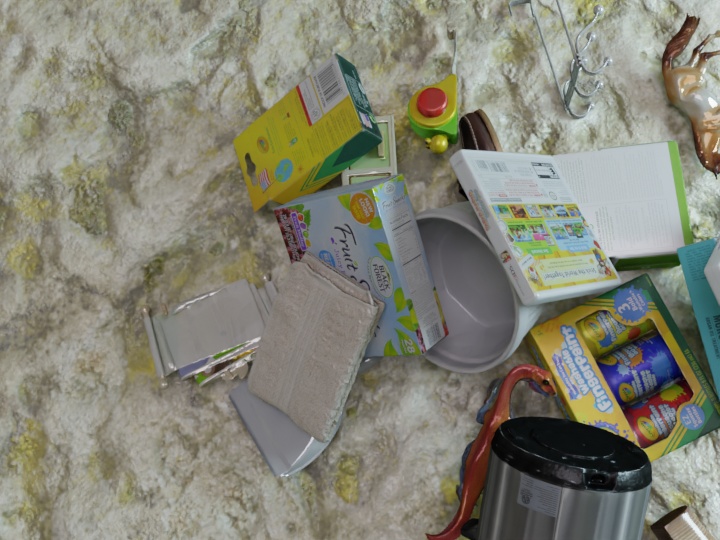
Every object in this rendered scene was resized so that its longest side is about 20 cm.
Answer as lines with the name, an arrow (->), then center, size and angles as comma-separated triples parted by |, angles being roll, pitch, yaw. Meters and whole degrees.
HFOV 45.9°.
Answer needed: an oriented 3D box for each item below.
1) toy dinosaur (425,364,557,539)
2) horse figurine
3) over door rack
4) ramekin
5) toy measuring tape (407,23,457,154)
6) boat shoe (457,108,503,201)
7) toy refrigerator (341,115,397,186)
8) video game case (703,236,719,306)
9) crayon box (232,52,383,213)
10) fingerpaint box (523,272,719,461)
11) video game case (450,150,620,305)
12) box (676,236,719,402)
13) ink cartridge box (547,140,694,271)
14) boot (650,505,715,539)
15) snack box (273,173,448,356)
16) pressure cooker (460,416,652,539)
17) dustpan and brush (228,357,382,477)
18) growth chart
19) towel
toy dinosaur -> 0.168, 0.204, 0.989 | 0.104, 0.200, 0.184 | 18, 121, 22
horse figurine -> 0.464, -0.238, 1.132 | 0.132, 0.050, 0.201 | -34, 83, 6
over door rack -> 0.269, -0.320, 1.124 | 0.066, 0.148, 0.202 | -25, 75, 0
ramekin -> 0.132, 0.011, 1.027 | 0.200, 0.201, 0.105 | 47, 45, 15
toy measuring tape -> 0.099, -0.250, 1.165 | 0.072, 0.074, 0.203 | 1, 68, 5
boat shoe -> 0.163, -0.115, 1.118 | 0.069, 0.070, 0.203 | -16, 74, -4
toy refrigerator -> 0.014, -0.099, 1.128 | 0.075, 0.070, 0.203 | -3, 74, 4
video game case -> 0.463, 0.042, 0.980 | 0.182, 0.023, 0.202 | -41, 106, -46
crayon box -> -0.074, -0.174, 1.127 | 0.199, 0.051, 0.128 | -32, 62, 27
fingerpaint box -> 0.320, 0.132, 1.037 | 0.165, 0.073, 0.202 | -24, 74, -2
video game case -> 0.203, -0.053, 0.968 | 0.023, 0.198, 0.184 | -38, 68, 37
box -> 0.433, 0.062, 0.994 | 0.049, 0.082, 0.203 | -18, 84, 42
ink cartridge box -> 0.310, -0.076, 1.094 | 0.197, 0.076, 0.150 | -5, 75, 5
boot -> 0.347, 0.389, 0.976 | 0.198, 0.077, 0.156 | -30, 79, -11
snack box -> 0.000, 0.000, 1.020 | 0.167, 0.067, 0.203 | -6, 107, 42
pressure cooker -> 0.208, 0.274, 0.906 | 0.176, 0.176, 0.203 | 5, 98, -18
dustpan and brush -> -0.052, 0.154, 1.081 | 0.199, 0.057, 0.140 | -38, 63, 1
growth chart -> -0.186, 0.082, 1.110 | 0.197, 0.018, 0.146 | -16, 62, 0
towel -> -0.057, 0.091, 1.008 | 0.132, 0.034, 0.202 | 30, 110, 27
